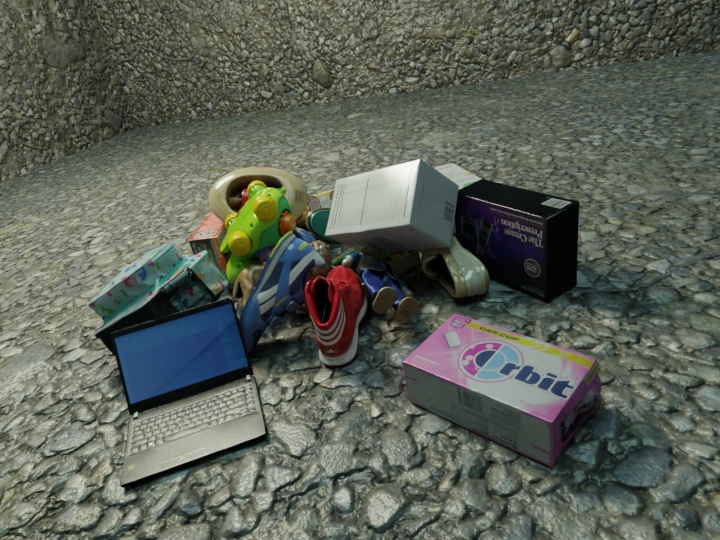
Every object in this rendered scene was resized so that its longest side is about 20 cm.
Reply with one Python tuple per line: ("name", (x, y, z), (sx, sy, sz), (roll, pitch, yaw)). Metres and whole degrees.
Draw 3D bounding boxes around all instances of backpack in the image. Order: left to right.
("backpack", (-0.322, 0.045, 0.854), (0.177, 0.151, 0.200), (-27, 11, 27))

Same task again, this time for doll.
("doll", (0.033, 0.014, 0.834), (0.136, 0.049, 0.200), (26, 16, -23))

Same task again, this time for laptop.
("laptop", (-0.231, 0.146, 0.679), (0.176, 0.104, 0.200), (-17, 27, -11))

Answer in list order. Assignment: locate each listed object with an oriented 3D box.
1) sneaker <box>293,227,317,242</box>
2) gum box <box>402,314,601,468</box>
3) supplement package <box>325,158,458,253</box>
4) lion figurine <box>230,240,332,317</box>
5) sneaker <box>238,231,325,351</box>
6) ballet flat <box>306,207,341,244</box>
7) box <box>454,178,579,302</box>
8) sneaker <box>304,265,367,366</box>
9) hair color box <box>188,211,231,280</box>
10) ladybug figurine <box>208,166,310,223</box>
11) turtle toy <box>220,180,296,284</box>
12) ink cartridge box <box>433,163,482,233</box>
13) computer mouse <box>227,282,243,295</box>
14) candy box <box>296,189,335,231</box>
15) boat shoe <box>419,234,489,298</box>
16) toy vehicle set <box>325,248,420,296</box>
("sneaker", (-0.117, -0.056, 1.031), (0.088, 0.076, 0.200), (-11, 12, -28))
("gum box", (0.162, 0.130, 0.601), (0.199, 0.067, 0.113), (16, 39, 41))
("supplement package", (0.051, -0.101, 0.891), (0.109, 0.115, 0.199), (23, -17, -41))
("lion figurine", (-0.145, 0.016, 0.878), (0.198, 0.124, 0.073), (-6, -17, 0))
("sneaker", (-0.125, 0.043, 0.797), (0.082, 0.201, 0.074), (28, 4, -4))
("ballet flat", (-0.034, -0.088, 1.049), (0.199, 0.071, 0.071), (3, 15, -36))
("box", (0.248, -0.055, 0.847), (0.078, 0.142, 0.200), (-26, 30, -24))
("sneaker", (-0.034, 0.032, 0.779), (0.078, 0.116, 0.201), (-8, 39, 3))
("hair color box", (-0.283, -0.059, 1.088), (0.063, 0.112, 0.200), (-7, 28, 8))
("ladybug figurine", (-0.198, -0.136, 1.035), (0.198, 0.072, 0.137), (2, 72, -1))
("turtle toy", (-0.186, -0.062, 0.933), (0.201, 0.101, 0.146), (-54, 27, 10))
("ink cartridge box", (0.183, -0.157, 1.130), (0.144, 0.085, 0.200), (-16, 28, -10))
("computer mouse", (-0.161, 0.004, 1.005), (0.198, 0.034, 0.059), (-16, 26, -11))
("candy box", (-0.129, -0.113, 1.136), (0.198, 0.056, 0.115), (-16, -11, -11))
("boat shoe", (0.137, -0.017, 0.885), (0.069, 0.074, 0.200), (-18, 32, -16))
("toy vehicle set", (0.000, 0.000, 0.959), (0.199, 0.027, 0.124), (-31, 33, -34))
